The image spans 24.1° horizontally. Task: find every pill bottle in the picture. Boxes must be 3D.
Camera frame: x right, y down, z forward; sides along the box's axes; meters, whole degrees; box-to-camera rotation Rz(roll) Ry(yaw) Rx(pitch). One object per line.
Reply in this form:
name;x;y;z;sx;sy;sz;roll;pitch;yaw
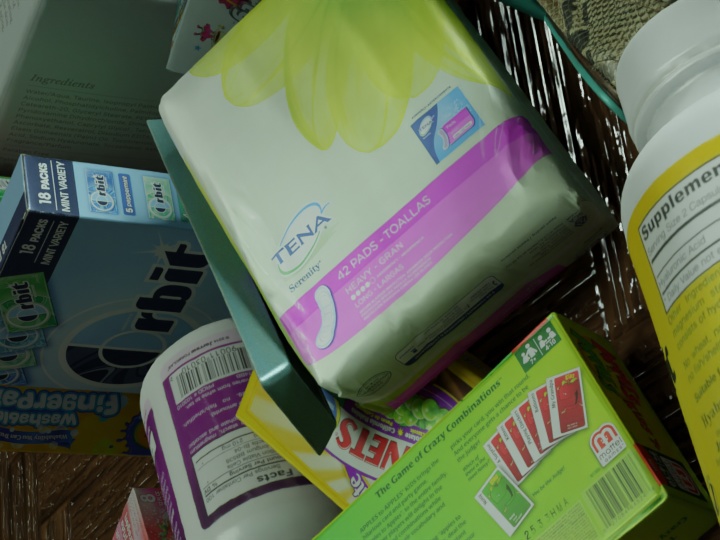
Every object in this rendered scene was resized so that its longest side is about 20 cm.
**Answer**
pill bottle;-0.050;0.131;0.932;0.113;0.111;0.201;-63;34;35
pill bottle;0.152;0.002;0.569;0.111;0.110;0.201;-52;41;46

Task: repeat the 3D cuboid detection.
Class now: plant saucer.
plant saucer;-0.060;0.001;0.849;0.019;0.070;0.201;-31;48;3

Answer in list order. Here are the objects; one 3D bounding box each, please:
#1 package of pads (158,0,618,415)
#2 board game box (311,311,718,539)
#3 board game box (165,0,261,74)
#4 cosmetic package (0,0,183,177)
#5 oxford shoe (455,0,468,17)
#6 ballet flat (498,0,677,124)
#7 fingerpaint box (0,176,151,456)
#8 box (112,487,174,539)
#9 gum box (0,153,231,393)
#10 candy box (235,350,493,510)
package of pads;0.005;-0.050;0.801;0.154;0.068;0.201;-40;61;16
board game box;0.048;0.125;0.726;0.200;0.047;0.102;-45;48;19
board game box;-0.058;-0.220;1.002;0.201;0.064;0.148;-91;21;-53
cosmetic package;-0.179;-0.183;1.178;0.200;0.165;0.168;-54;40;45
oxford shoe;0.025;-0.142;0.884;0.073;0.071;0.201;-47;45;44
ballet flat;0.099;-0.132;0.758;0.076;0.068;0.200;-53;40;11
fingerpaint box;-0.184;0.033;1.111;0.073;0.198;0.168;39;118;58
box;-0.080;0.231;0.982;0.095;0.102;0.201;-64;34;33
gum box;-0.129;0.010;1.010;0.170;0.198;0.045;-54;40;44
candy box;0.021;0.079;0.822;0.200;0.026;0.103;35;113;38
